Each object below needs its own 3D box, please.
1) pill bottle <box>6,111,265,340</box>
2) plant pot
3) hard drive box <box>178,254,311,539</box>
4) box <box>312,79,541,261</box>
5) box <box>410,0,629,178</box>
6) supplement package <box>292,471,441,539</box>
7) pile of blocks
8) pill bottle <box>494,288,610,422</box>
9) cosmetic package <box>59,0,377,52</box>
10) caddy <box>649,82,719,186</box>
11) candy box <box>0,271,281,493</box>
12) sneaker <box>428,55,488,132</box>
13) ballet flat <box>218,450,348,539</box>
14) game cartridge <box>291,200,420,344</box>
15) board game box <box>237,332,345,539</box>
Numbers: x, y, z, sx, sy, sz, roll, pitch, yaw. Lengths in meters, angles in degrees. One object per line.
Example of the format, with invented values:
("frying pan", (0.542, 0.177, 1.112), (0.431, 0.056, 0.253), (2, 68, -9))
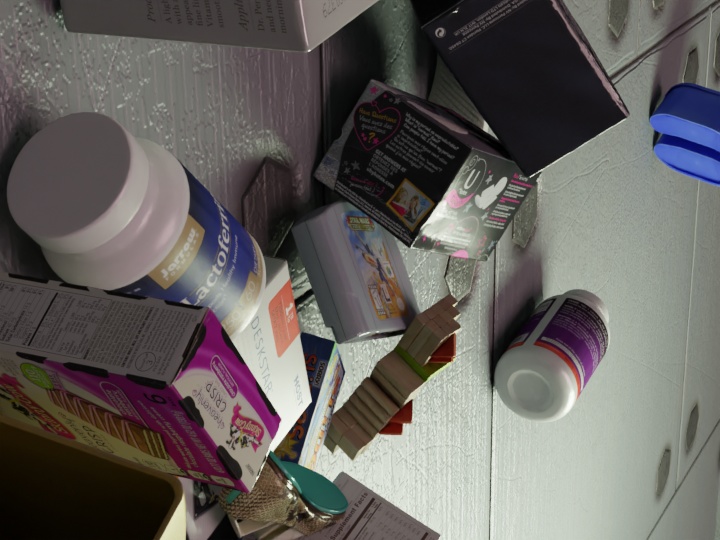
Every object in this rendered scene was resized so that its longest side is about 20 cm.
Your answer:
("pill bottle", (-0.156, -0.023, 1.025), (0.200, 0.116, 0.116), (48, 56, -58))
("plant pot", (-0.223, 0.224, 0.907), (0.177, 0.200, 0.200), (81, 30, -55))
("hard drive box", (-0.128, 0.101, 1.171), (0.200, 0.077, 0.156), (-52, 144, -44))
("box", (0.069, -0.096, 1.411), (0.115, 0.132, 0.200), (-57, 157, 11))
("box", (0.140, -0.230, 1.387), (0.198, 0.123, 0.200), (49, 16, -31))
("supplement package", (-0.035, 0.313, 1.309), (0.156, 0.111, 0.200), (-48, 165, -44))
("pile of blocks", (0.043, 0.116, 1.424), (0.200, 0.062, 0.082), (-50, 165, 21))
("pill bottle", (0.262, 0.106, 1.930), (0.200, 0.112, 0.113), (-46, 138, -49))
("cosmetic package", (-0.091, -0.256, 0.975), (0.165, 0.200, 0.165), (-46, 138, -49))
("caddy", (0.567, -0.226, 2.353), (0.105, 0.200, 0.142), (-46, 140, -23))
("candy box", (-0.167, 0.070, 0.936), (0.061, 0.200, 0.136), (-65, 149, -29))
("sneaker", (0.122, -0.212, 1.573), (0.082, 0.074, 0.200), (-18, 116, -58))
("ballet flat", (-0.071, 0.189, 1.184), (0.075, 0.068, 0.200), (-44, 159, 0))
("game cartridge", (0.000, 0.000, 1.371), (0.200, 0.041, 0.133), (-2, 75, -70))
("board game box", (-0.062, 0.169, 1.334), (0.135, 0.034, 0.200), (78, 28, -75))
